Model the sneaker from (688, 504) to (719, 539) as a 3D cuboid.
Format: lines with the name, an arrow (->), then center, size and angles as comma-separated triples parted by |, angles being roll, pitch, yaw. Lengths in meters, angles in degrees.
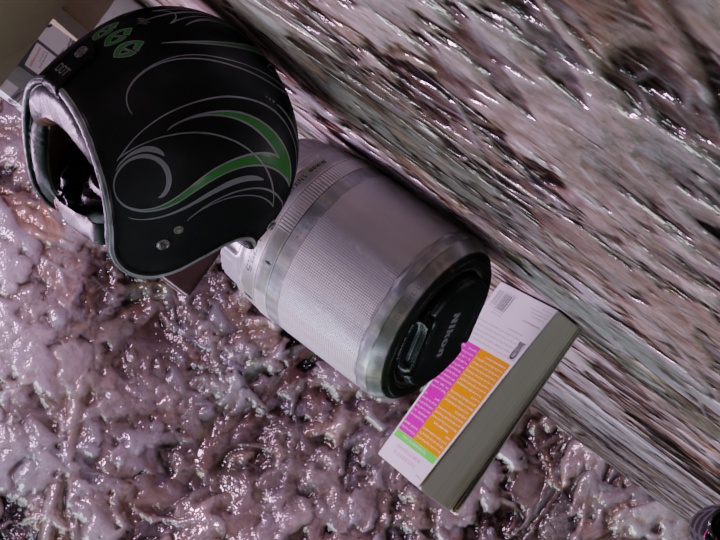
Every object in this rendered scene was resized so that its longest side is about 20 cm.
sneaker -> 0.421, 0.293, 2.230 | 0.087, 0.074, 0.200 | 37, 173, -19

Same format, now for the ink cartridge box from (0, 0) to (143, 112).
ink cartridge box -> -0.274, -0.207, 1.822 | 0.200, 0.146, 0.084 | 37, 177, -27

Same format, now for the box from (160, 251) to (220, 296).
box -> -0.217, -0.107, 2.257 | 0.166, 0.201, 0.164 | 38, 178, -18

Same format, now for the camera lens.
camera lens -> 0.000, 0.000, 1.679 | 0.199, 0.160, 0.160 | 36, 177, 23

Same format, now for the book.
book -> 0.104, 0.110, 1.796 | 0.048, 0.201, 0.134 | 37, 178, -23

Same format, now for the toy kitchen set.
toy kitchen set -> -0.301, -0.238, 1.465 | 0.180, 0.164, 0.200 | 35, 177, 24

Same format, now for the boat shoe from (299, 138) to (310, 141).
boat shoe -> -0.043, -0.077, 1.836 | 0.068, 0.075, 0.200 | 29, 175, 29

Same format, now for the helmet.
helmet -> -0.141, -0.100, 1.482 | 0.200, 0.190, 0.201 | 41, 143, 42
